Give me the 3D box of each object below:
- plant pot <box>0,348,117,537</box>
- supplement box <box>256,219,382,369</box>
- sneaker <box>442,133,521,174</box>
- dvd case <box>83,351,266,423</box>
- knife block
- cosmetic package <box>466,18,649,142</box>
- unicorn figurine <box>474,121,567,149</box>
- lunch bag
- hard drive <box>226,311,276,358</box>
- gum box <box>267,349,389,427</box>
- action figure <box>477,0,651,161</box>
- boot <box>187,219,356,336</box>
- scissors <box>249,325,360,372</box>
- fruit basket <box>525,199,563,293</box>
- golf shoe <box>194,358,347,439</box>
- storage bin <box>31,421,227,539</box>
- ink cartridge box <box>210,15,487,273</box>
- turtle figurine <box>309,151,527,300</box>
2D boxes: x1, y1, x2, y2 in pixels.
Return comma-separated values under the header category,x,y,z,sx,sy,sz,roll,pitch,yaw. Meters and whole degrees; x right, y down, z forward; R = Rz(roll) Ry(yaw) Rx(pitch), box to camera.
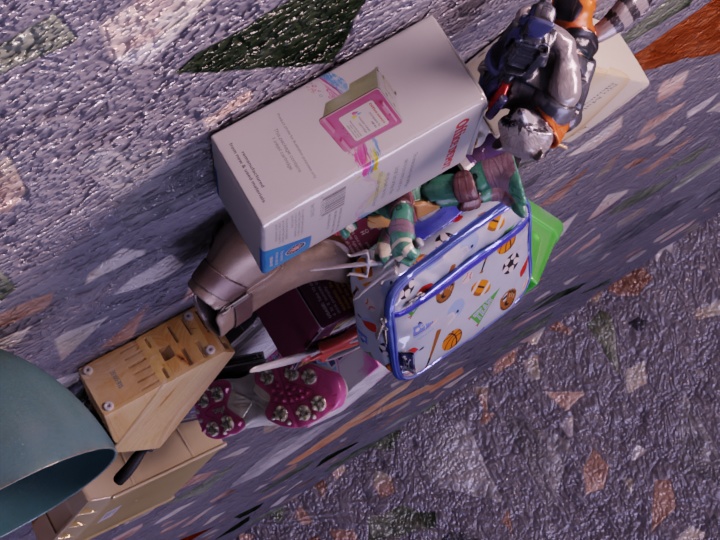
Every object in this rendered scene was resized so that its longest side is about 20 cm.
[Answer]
category,x,y,z,sx,sy,sz,roll,pitch,yaw
plant pot,-0.319,0.140,1.296,0.199,0.135,0.200,-29,168,-7
supplement box,0.000,0.000,1.609,0.199,0.104,0.131,-26,168,-25
sneaker,0.133,-0.101,1.615,0.087,0.076,0.200,-36,169,-6
dvd case,-0.213,0.143,1.738,0.198,0.016,0.149,-10,157,-22
knife block,-0.222,0.142,1.628,0.199,0.064,0.176,-29,153,-13
cosmetic package,0.176,-0.173,1.412,0.103,0.073,0.200,-36,167,24
unicorn figurine,0.085,-0.116,1.452,0.198,0.075,0.137,-18,-178,9
lunch bag,0.078,0.006,1.498,0.199,0.075,0.161,-36,146,-24
hard drive,-0.121,0.068,1.754,0.139,0.038,0.200,-18,163,-48
gum box,-0.026,0.095,1.918,0.066,0.114,0.200,-21,166,-40
action figure,0.159,-0.171,1.177,0.195,0.104,0.200,-63,-177,-5
boot,-0.083,0.003,1.431,0.146,0.070,0.200,-45,150,-9
scissors,-0.051,0.086,1.547,0.199,0.014,0.073,-21,167,-44
fruit basket,0.135,-0.035,1.823,0.216,0.155,0.216,-47,-155,29
golf shoe,-0.085,0.132,1.689,0.199,0.076,0.091,-11,179,36
storage bin,-0.293,0.242,1.912,0.198,0.094,0.200,-22,166,-37
ink cartridge box,-0.010,-0.096,1.225,0.199,0.085,0.145,-29,169,-10
turtle figurine,0.040,-0.047,1.339,0.198,0.102,0.150,-17,-173,4
